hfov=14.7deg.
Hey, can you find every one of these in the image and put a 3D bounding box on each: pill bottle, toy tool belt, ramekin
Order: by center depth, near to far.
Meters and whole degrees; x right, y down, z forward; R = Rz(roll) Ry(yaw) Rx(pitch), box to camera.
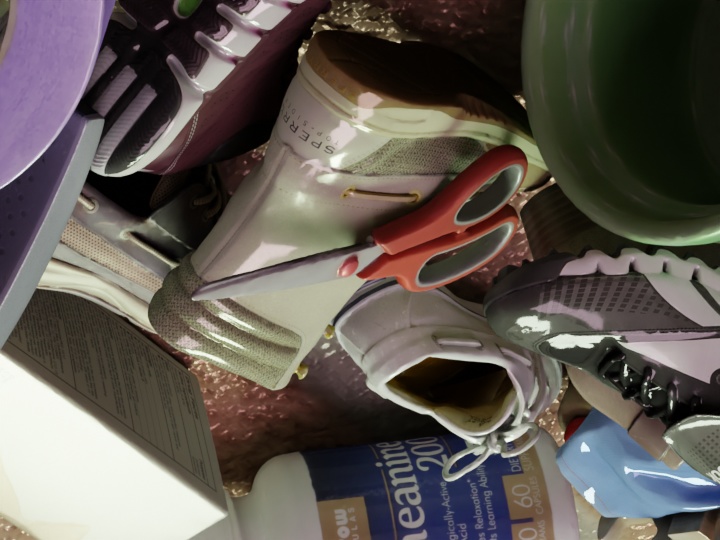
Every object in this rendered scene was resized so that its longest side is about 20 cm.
[{"bbox_3d":[0.170,-0.102,1.171,0.097,0.201,0.200,12,131,-39],"label":"ramekin"},{"bbox_3d":[0.153,0.085,1.368,0.125,0.123,0.200,42,144,-19],"label":"toy tool belt"},{"bbox_3d":[0.006,0.144,1.434,0.199,0.111,0.111,-6,138,-10],"label":"pill bottle"}]

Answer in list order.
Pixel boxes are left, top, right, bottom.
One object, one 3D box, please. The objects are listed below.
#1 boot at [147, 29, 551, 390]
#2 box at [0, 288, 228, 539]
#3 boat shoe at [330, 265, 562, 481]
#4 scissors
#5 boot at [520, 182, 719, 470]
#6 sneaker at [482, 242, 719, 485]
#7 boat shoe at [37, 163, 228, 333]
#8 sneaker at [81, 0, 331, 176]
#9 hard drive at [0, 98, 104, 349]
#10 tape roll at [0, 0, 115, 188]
[{"bbox_3d":[0.000,-0.022,1.232,0.155,0.072,0.200,-55,153,16],"label":"boot"},{"bbox_3d":[-0.153,0.057,1.297,0.078,0.095,0.200,-32,136,16],"label":"box"},{"bbox_3d":[0.055,0.059,1.356,0.074,0.086,0.202,-32,152,12],"label":"boat shoe"},{"bbox_3d":[0.000,0.000,1.168,0.200,0.014,0.073,-26,151,-37],"label":"scissors"},{"bbox_3d":[0.171,0.002,1.278,0.199,0.147,0.070,-27,162,-20],"label":"boot"},{"bbox_3d":[0.146,0.047,1.177,0.199,0.091,0.066,12,152,-18],"label":"sneaker"},{"bbox_3d":[-0.092,-0.021,1.249,0.199,0.075,0.073,14,128,-36],"label":"boat shoe"},{"bbox_3d":[-0.040,-0.118,1.182,0.200,0.076,0.115,-45,161,9],"label":"sneaker"},{"bbox_3d":[-0.191,-0.016,1.165,0.201,0.135,0.042,-58,158,19],"label":"hard drive"},{"bbox_3d":[-0.188,-0.122,1.035,0.199,0.085,0.201,1,116,2],"label":"tape roll"}]
